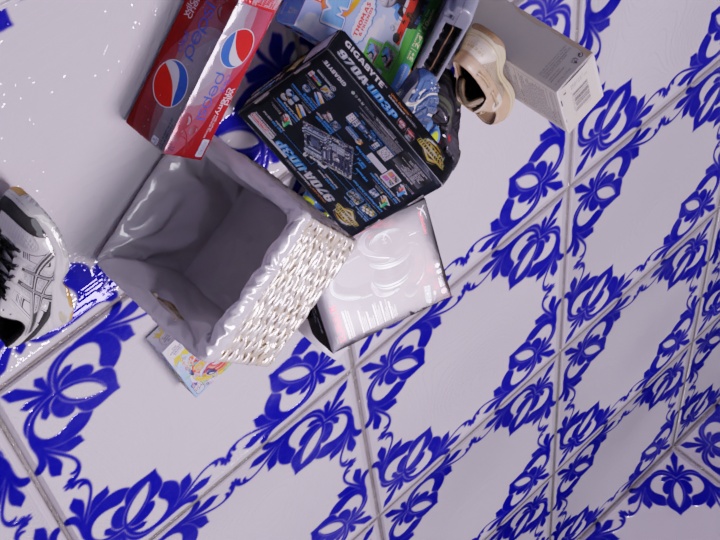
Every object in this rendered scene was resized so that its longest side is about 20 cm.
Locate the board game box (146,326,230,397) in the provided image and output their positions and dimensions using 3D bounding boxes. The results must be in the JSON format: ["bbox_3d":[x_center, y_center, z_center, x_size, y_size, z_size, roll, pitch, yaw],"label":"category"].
[{"bbox_3d":[-0.169,0.057,1.700,0.200,0.034,0.135,-44,149,-12],"label":"board game box"}]

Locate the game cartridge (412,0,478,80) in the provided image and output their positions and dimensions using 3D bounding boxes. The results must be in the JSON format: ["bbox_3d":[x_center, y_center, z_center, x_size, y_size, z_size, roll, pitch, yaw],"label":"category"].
[{"bbox_3d":[0.112,-0.313,1.565,0.200,0.041,0.134,123,-9,-70],"label":"game cartridge"}]

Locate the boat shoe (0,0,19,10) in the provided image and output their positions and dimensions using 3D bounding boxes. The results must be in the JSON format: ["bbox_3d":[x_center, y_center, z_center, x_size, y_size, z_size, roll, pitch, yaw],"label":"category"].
[{"bbox_3d":[-0.347,-0.228,1.106,0.199,0.066,0.072,-20,138,-43],"label":"boat shoe"}]

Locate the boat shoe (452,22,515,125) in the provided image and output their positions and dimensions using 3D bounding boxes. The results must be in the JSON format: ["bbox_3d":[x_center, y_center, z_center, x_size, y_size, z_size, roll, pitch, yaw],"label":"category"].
[{"bbox_3d":[0.146,-0.233,1.673,0.065,0.071,0.200,-51,156,-12],"label":"boat shoe"}]

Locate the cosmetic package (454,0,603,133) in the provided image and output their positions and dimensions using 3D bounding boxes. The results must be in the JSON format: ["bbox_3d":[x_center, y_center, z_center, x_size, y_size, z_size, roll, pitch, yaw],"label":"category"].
[{"bbox_3d":[0.206,-0.271,1.690,0.073,0.200,0.104,-46,151,-7],"label":"cosmetic package"}]

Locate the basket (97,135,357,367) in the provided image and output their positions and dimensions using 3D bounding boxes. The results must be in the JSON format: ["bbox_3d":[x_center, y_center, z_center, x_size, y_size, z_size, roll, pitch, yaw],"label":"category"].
[{"bbox_3d":[-0.146,-0.019,1.485,0.200,0.198,0.161,-54,152,5],"label":"basket"}]

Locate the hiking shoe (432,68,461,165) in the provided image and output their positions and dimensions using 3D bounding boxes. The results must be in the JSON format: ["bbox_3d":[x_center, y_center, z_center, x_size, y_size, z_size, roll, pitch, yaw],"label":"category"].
[{"bbox_3d":[0.109,-0.203,1.752,0.200,0.075,0.101,86,25,-72],"label":"hiking shoe"}]

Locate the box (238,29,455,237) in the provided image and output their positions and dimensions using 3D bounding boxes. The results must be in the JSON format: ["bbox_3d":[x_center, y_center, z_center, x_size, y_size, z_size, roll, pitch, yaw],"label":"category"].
[{"bbox_3d":[-0.016,-0.146,1.473,0.159,0.200,0.046,-29,-160,41],"label":"box"}]

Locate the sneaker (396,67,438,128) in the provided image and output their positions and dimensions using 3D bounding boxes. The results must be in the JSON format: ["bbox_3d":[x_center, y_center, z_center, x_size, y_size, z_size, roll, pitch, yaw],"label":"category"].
[{"bbox_3d":[0.014,-0.164,1.544,0.077,0.085,0.200,-21,152,-51],"label":"sneaker"}]

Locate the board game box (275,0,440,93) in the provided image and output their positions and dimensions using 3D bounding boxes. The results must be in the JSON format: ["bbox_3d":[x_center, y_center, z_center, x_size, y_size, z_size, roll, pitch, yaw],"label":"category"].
[{"bbox_3d":[0.007,-0.305,1.484,0.200,0.036,0.152,23,91,-49],"label":"board game box"}]

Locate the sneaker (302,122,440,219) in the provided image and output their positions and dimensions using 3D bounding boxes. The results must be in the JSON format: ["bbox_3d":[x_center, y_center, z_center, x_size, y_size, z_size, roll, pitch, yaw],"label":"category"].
[{"bbox_3d":[0.008,-0.135,1.665,0.199,0.071,0.083,-34,-162,14],"label":"sneaker"}]

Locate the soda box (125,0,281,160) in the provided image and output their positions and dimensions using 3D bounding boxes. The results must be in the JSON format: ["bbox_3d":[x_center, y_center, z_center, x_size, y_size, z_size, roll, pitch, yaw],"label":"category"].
[{"bbox_3d":[-0.161,-0.218,1.370,0.063,0.070,0.201,6,119,-55],"label":"soda box"}]

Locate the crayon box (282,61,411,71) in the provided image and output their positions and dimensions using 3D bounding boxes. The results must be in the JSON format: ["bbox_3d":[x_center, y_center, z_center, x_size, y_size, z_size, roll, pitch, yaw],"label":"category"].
[{"bbox_3d":[-0.003,-0.224,1.603,0.200,0.052,0.126,-34,146,-29],"label":"crayon box"}]

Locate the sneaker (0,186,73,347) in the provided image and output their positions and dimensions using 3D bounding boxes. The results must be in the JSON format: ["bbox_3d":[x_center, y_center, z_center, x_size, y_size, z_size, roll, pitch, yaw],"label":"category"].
[{"bbox_3d":[-0.348,0.006,1.354,0.087,0.076,0.201,-33,145,-29],"label":"sneaker"}]

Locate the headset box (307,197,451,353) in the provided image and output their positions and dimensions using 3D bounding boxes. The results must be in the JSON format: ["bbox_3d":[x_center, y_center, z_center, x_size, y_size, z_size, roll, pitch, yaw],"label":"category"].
[{"bbox_3d":[0.000,0.000,1.697,0.199,0.077,0.150,-25,117,-16],"label":"headset box"}]

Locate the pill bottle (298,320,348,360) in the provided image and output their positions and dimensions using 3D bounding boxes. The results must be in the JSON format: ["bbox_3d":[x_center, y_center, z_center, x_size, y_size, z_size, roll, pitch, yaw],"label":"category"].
[{"bbox_3d":[-0.002,0.019,1.812,0.200,0.113,0.113,-51,151,0],"label":"pill bottle"}]
